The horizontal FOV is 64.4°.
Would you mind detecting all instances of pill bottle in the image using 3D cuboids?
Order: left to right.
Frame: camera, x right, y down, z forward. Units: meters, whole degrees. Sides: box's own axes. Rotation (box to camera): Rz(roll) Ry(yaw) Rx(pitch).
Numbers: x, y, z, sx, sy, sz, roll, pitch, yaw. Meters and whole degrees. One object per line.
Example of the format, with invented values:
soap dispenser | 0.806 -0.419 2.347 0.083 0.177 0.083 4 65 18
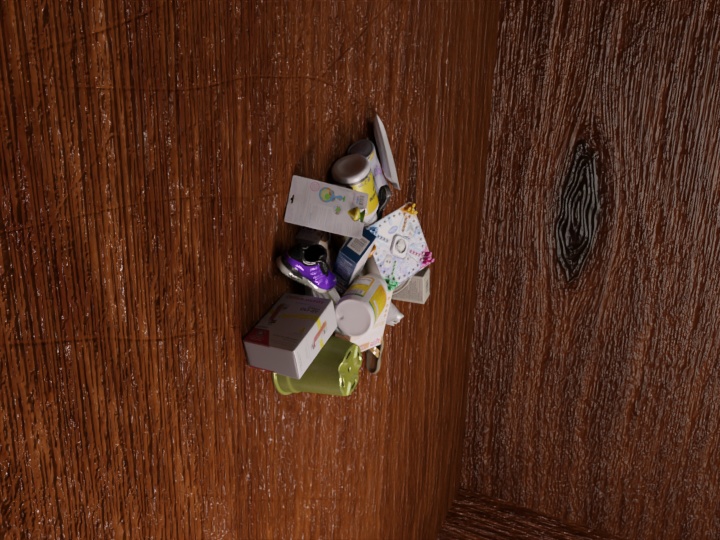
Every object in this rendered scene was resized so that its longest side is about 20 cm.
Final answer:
pill bottle | -0.009 -0.216 1.626 0.203 0.110 0.114 74 34 -44
pill bottle | 0.009 0.083 1.524 0.200 0.110 0.116 -52 144 -62

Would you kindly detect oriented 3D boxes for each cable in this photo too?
cable | 0.046 -0.181 1.711 0.200 0.049 0.100 134 -56 -71

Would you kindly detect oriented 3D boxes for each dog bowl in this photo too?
dog bowl | 0.073 -0.025 1.799 0.074 0.194 0.206 -66 158 -73

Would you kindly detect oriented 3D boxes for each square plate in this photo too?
square plate | 0.079 -0.362 1.784 0.200 0.028 0.204 10 66 -80

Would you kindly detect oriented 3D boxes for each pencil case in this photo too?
pencil case | 0.027 -0.297 1.709 0.082 0.091 0.201 -34 147 -3

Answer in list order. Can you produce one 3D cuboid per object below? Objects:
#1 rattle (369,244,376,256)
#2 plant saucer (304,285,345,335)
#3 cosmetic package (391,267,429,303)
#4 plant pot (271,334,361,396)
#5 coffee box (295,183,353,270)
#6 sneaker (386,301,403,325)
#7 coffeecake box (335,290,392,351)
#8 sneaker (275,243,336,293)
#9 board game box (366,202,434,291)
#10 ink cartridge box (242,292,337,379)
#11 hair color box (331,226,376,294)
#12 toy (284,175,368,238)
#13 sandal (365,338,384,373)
rattle | 0.000 0.000 1.699 0.131 0.139 0.204 -78 158 -58
plant saucer | -0.100 0.090 1.526 0.202 0.049 0.201 55 15 -22
cosmetic package | 0.132 0.039 1.931 0.071 0.195 0.108 -46 139 -54
plant pot | -0.101 0.239 1.477 0.199 0.180 0.206 9 90 -67
coffee box | -0.081 -0.118 1.519 0.203 0.078 0.114 -62 150 -29
sneaker | 0.087 0.157 1.935 0.071 0.080 0.200 -54 -176 -14
coffeecake box | 0.008 0.140 1.729 0.151 0.072 0.205 -14 124 -44
sneaker | -0.108 -0.012 1.413 0.099 0.070 0.198 -42 143 19
board game box | 0.121 -0.071 1.704 0.198 0.026 0.204 -32 109 -30
ink cartridge box | -0.162 0.147 1.354 0.201 0.142 0.085 -52 142 -49
hair color box | -0.024 -0.025 1.505 0.101 0.060 0.201 -53 174 -27
toy | -0.084 -0.153 1.423 0.047 0.194 0.118 139 -38 -79
sandal | 0.037 0.268 1.960 0.053 0.079 0.205 -16 119 -40
